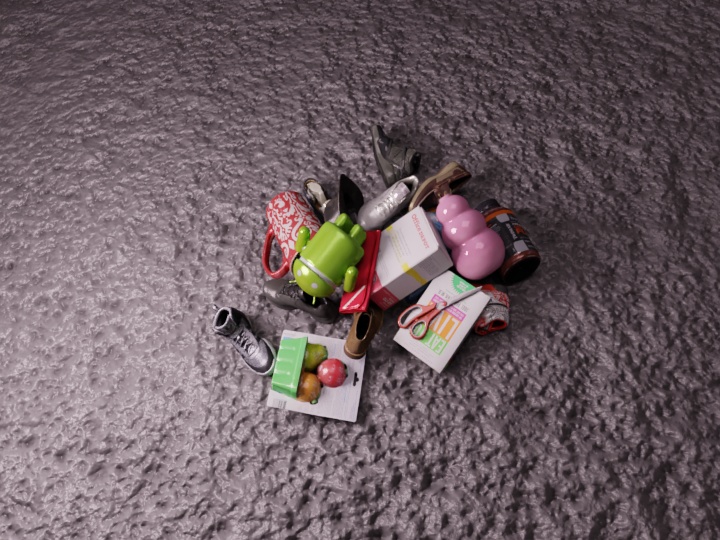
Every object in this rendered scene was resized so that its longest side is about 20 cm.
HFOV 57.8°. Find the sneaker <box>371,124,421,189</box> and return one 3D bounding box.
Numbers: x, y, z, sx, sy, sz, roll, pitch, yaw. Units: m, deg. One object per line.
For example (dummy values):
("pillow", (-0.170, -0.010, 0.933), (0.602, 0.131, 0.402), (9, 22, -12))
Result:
("sneaker", (0.095, -0.318, 1.771), (0.112, 0.077, 0.202), (-16, 61, -7))

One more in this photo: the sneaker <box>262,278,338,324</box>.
("sneaker", (-0.146, 0.057, 1.545), (0.197, 0.091, 0.077), (16, 69, 17))

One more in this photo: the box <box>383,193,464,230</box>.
("box", (0.163, -0.135, 1.667), (0.196, 0.038, 0.139), (5, 58, 9))

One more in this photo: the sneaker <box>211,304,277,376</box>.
("sneaker", (-0.271, 0.154, 1.476), (0.075, 0.114, 0.200), (-44, 60, 2))

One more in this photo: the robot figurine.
("robot figurine", (-0.070, -0.027, 1.467), (0.175, 0.116, 0.201), (39, 87, 15))

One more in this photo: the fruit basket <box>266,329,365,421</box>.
("fruit basket", (-0.094, 0.232, 1.447), (0.196, 0.094, 0.188), (12, 58, -5))

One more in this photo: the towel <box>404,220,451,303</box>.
("towel", (0.153, -0.025, 1.567), (0.200, 0.049, 0.111), (-46, 61, -5))

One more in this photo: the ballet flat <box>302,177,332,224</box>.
("ballet flat", (-0.094, -0.171, 1.699), (0.072, 0.073, 0.201), (-29, 60, -13))

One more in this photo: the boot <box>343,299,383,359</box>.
("boot", (0.018, 0.107, 1.487), (0.072, 0.076, 0.201), (20, 43, 1))

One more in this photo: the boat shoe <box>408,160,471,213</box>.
("boat shoe", (0.203, -0.196, 1.639), (0.072, 0.073, 0.199), (37, 62, 26))

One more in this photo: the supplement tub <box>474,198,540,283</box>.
("supplement tub", (0.343, -0.077, 1.572), (0.105, 0.108, 0.202), (-20, 58, -7))

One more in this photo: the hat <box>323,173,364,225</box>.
("hat", (-0.045, -0.131, 1.616), (0.080, 0.201, 0.204), (-14, 54, 21))

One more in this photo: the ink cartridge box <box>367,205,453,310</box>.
("ink cartridge box", (0.096, -0.028, 1.502), (0.199, 0.083, 0.146), (-34, 46, 16))

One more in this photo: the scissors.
("scissors", (0.173, 0.074, 1.449), (0.199, 0.014, 0.073), (-40, 67, 2))

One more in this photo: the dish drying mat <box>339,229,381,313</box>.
("dish drying mat", (0.000, 0.000, 1.487), (0.076, 0.018, 0.203), (-9, 59, 36))

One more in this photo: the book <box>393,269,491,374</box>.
("book", (0.184, 0.112, 1.466), (0.133, 0.048, 0.202), (33, 86, 21))

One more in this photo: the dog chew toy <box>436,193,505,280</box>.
("dog chew toy", (0.241, -0.082, 1.481), (0.124, 0.124, 0.202), (-32, 92, -15))

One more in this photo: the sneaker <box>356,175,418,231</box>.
("sneaker", (0.067, -0.171, 1.603), (0.075, 0.100, 0.200), (46, 63, 5))

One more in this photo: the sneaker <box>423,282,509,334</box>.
("sneaker", (0.245, 0.087, 1.501), (0.197, 0.068, 0.109), (1, 55, 3))

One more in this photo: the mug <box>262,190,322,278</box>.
("mug", (-0.170, -0.087, 1.615), (0.175, 0.135, 0.201), (-18, 53, -20))
